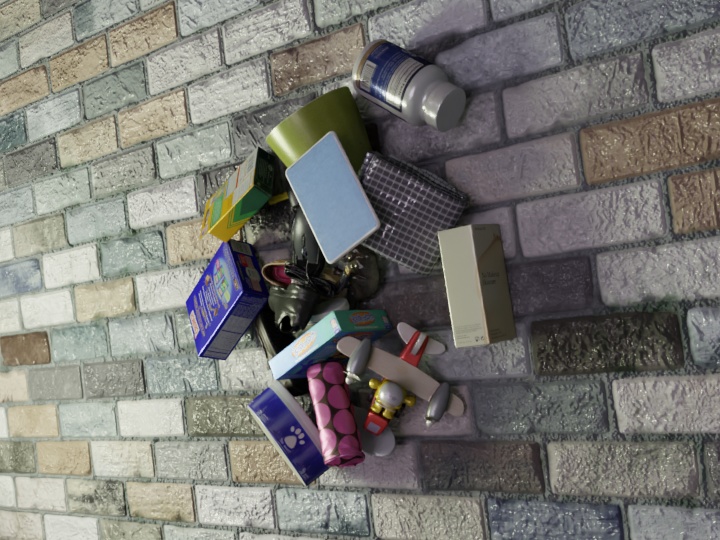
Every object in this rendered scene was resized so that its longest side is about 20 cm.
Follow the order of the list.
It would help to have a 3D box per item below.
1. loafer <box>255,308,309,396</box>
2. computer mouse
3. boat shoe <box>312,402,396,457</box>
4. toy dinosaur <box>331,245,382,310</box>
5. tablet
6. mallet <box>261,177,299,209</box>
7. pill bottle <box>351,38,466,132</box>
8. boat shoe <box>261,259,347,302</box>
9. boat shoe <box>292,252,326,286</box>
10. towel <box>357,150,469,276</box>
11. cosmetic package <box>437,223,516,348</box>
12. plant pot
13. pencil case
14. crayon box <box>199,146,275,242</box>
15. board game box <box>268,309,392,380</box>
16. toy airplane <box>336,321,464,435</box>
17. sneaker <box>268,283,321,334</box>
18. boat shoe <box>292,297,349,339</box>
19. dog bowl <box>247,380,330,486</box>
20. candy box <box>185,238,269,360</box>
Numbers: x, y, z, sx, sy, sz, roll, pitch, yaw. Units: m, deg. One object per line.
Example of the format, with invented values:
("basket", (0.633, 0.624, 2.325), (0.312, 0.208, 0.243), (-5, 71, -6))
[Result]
("loafer", (-0.175, 0.177, 1.852), (0.071, 0.073, 0.202), (-36, 71, 35))
("computer mouse", (-0.075, -0.040, 1.661), (0.139, 0.046, 0.202), (29, 123, 16))
("boat shoe", (-0.007, 0.308, 1.735), (0.198, 0.068, 0.072), (24, 70, 31))
("toy dinosaur", (0.000, 0.000, 1.698), (0.101, 0.077, 0.203), (14, 104, 30))
("tablet", (-0.051, -0.129, 1.568), (0.130, 0.014, 0.202), (-36, 71, 29))
("mallet", (-0.185, -0.156, 1.865), (0.198, 0.041, 0.067), (-6, 91, 42))
("pill bottle", (0.088, -0.326, 1.588), (0.199, 0.110, 0.112), (35, 113, 31))
("boat shoe", (-0.118, 0.023, 1.799), (0.198, 0.069, 0.075), (12, 99, 35))
("boat shoe", (-0.095, -0.071, 1.744), (0.073, 0.066, 0.202), (13, 82, 10))
("towel", (0.071, -0.102, 1.582), (0.198, 0.086, 0.167), (25, 114, -4))
("cosmetic package", (0.200, 0.025, 1.528), (0.072, 0.103, 0.203), (-10, 88, 37))
("plant pot", (-0.048, -0.209, 1.680), (0.186, 0.187, 0.202), (-32, 90, 35))
("pencil case", (-0.043, 0.273, 1.673), (0.089, 0.094, 0.202), (-11, 57, 0))
("crayon box", (-0.258, -0.149, 1.873), (0.200, 0.051, 0.127), (-40, 34, 33))
("board game box", (-0.058, 0.143, 1.708), (0.199, 0.151, 0.045), (-38, 65, 32))
("toy airplane", (0.072, 0.197, 1.613), (0.197, 0.141, 0.202), (-15, 101, 15))
("sneaker", (-0.142, 0.078, 1.731), (0.200, 0.075, 0.092), (163, 125, -70))
("boat shoe", (-0.075, 0.103, 1.764), (0.199, 0.070, 0.064), (-20, 102, 55))
("dog bowl", (-0.135, 0.321, 1.753), (0.078, 0.201, 0.200), (-37, 63, -13))
("candy box", (-0.288, 0.063, 1.901), (0.201, 0.076, 0.170), (-52, 42, 27))
